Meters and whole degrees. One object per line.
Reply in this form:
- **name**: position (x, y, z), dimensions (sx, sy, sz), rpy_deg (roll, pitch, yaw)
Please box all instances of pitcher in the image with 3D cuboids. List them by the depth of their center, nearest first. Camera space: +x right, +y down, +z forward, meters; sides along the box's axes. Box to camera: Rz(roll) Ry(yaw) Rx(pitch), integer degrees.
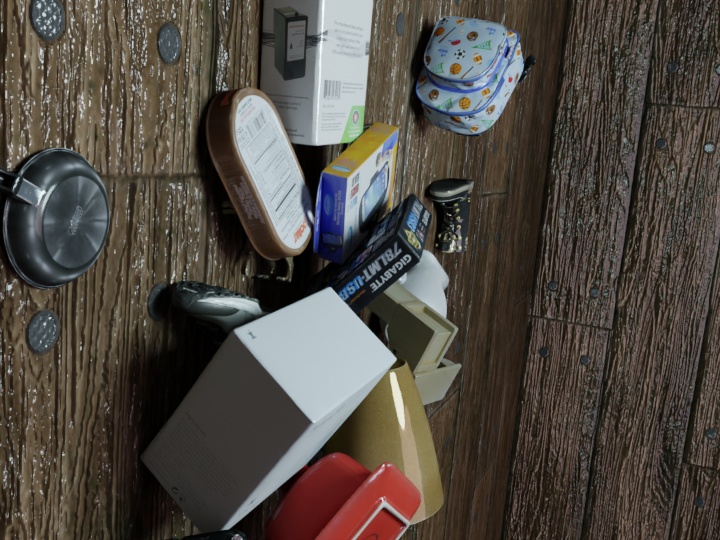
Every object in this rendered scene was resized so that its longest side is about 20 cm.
- **pitcher**: position (0.091, 0.034, 1.377), dimensions (0.173, 0.119, 0.201), rpy_deg (60, 30, -26)

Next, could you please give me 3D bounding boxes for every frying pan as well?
- **frying pan**: position (-0.251, -0.067, 0.601), dimensions (0.192, 0.030, 0.116), rpy_deg (78, 29, -47)

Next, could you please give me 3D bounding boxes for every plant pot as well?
- **plant pot**: position (0.025, 0.232, 1.094), dimensions (0.186, 0.183, 0.205), rpy_deg (-17, 105, -65)

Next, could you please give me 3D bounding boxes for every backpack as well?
- **backpack**: position (0.191, -0.349, 1.371), dimensions (0.154, 0.197, 0.194), rpy_deg (36, 72, -60)

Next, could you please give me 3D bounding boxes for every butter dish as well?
- **butter dish**: position (-0.042, 0.300, 0.942), dimensions (0.200, 0.147, 0.201), rpy_deg (-48, 148, -9)

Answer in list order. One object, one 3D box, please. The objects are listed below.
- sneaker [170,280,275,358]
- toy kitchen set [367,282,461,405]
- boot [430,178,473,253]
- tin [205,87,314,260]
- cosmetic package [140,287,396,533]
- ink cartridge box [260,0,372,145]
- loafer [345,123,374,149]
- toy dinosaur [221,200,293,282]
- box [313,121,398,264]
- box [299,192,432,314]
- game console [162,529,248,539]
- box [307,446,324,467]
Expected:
- **sneaker**: position (-0.146, 0.065, 0.846), dimensions (0.081, 0.073, 0.200), rpy_deg (-70, 156, -11)
- **toy kitchen set**: position (0.056, 0.133, 1.262), dimensions (0.162, 0.179, 0.203), rpy_deg (1, 120, -56)
- **boot**: position (0.190, -0.113, 1.597), dimensions (0.200, 0.072, 0.154), rpy_deg (-31, 127, -68)
- **tin**: position (-0.108, -0.106, 0.856), dimensions (0.113, 0.041, 0.203), rpy_deg (-58, 135, -46)
- **cosmetic package**: position (-0.092, 0.146, 0.817), dimensions (0.201, 0.123, 0.199), rpy_deg (-52, 167, 25)
- **ink cartridge box**: position (-0.052, -0.261, 0.930), dimensions (0.145, 0.082, 0.205), rpy_deg (-24, 121, -64)
- **loafer**: position (-0.002, -0.122, 1.116), dimensions (0.067, 0.074, 0.204), rpy_deg (33, 68, -72)
- **toy dinosaur**: position (-0.100, -0.039, 0.935), dimensions (0.199, 0.057, 0.104), rpy_deg (13, 86, -68)
- **box**: position (-0.005, -0.098, 0.974), dimensions (0.201, 0.041, 0.121), rpy_deg (-55, 154, -53)
- **box**: position (0.000, 0.000, 0.981), dimensions (0.198, 0.050, 0.200), rpy_deg (-41, -171, 19)
- **game console**: position (-0.184, 0.352, 0.765), dimensions (0.201, 0.172, 0.118), rpy_deg (87, -6, -59)
- **box**: position (-0.041, 0.286, 1.212), dimensions (0.161, 0.048, 0.205), rpy_deg (12, 87, -64)
